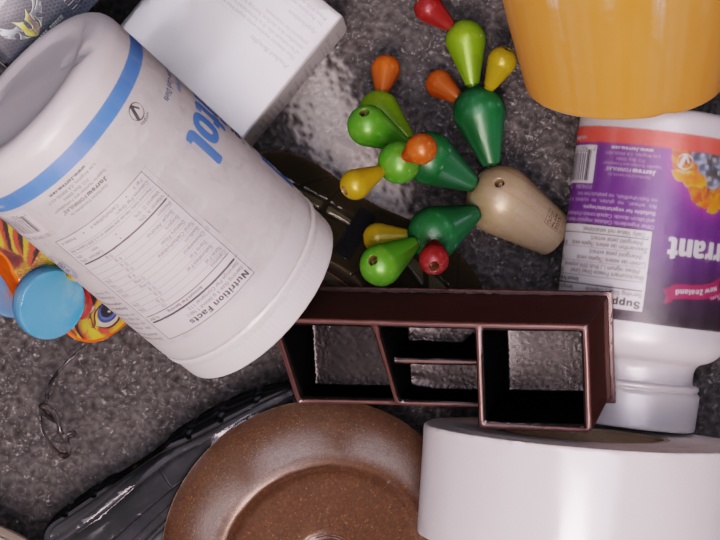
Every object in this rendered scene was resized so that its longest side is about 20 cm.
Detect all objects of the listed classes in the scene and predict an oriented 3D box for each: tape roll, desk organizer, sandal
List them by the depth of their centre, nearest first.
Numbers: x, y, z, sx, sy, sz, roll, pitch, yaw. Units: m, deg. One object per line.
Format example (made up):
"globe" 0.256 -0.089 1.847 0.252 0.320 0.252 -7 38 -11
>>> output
"desk organizer" 0.050 0.053 1.281 0.199 0.077 0.072 1 103 16
"tape roll" 0.136 0.134 1.297 0.202 0.202 0.071 3 90 2
"sandal" 0.000 0.000 1.369 0.200 0.055 0.082 33 61 2

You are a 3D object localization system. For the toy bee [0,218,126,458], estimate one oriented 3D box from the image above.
"toy bee" -0.190 0.003 1.366 0.109 0.200 0.131 -31 52 -25

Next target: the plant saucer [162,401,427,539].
"plant saucer" -0.027 0.183 1.349 0.200 0.037 0.201 -3 106 -12

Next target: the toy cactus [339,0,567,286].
"toy cactus" 0.068 -0.068 1.345 0.165 0.102 0.200 30 53 -23

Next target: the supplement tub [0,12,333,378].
"supplement tub" -0.127 -0.044 1.246 0.132 0.132 0.200 -47 118 2

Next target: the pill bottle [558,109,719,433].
"pill bottle" 0.184 -0.001 1.338 0.111 0.111 0.201 7 91 2

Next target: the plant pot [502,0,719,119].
"plant pot" 0.160 -0.198 1.282 0.200 0.200 0.184 -3 115 2

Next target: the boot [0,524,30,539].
"boot" -0.229 0.261 1.333 0.200 0.073 0.151 42 50 -9

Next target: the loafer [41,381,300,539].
"loafer" -0.114 0.144 1.374 0.200 0.068 0.070 -34 97 7

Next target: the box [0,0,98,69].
"box" -0.171 -0.221 1.324 0.200 0.158 0.051 -45 115 3

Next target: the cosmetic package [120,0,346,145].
"cosmetic package" -0.112 -0.119 1.364 0.113 0.081 0.200 41 93 2
